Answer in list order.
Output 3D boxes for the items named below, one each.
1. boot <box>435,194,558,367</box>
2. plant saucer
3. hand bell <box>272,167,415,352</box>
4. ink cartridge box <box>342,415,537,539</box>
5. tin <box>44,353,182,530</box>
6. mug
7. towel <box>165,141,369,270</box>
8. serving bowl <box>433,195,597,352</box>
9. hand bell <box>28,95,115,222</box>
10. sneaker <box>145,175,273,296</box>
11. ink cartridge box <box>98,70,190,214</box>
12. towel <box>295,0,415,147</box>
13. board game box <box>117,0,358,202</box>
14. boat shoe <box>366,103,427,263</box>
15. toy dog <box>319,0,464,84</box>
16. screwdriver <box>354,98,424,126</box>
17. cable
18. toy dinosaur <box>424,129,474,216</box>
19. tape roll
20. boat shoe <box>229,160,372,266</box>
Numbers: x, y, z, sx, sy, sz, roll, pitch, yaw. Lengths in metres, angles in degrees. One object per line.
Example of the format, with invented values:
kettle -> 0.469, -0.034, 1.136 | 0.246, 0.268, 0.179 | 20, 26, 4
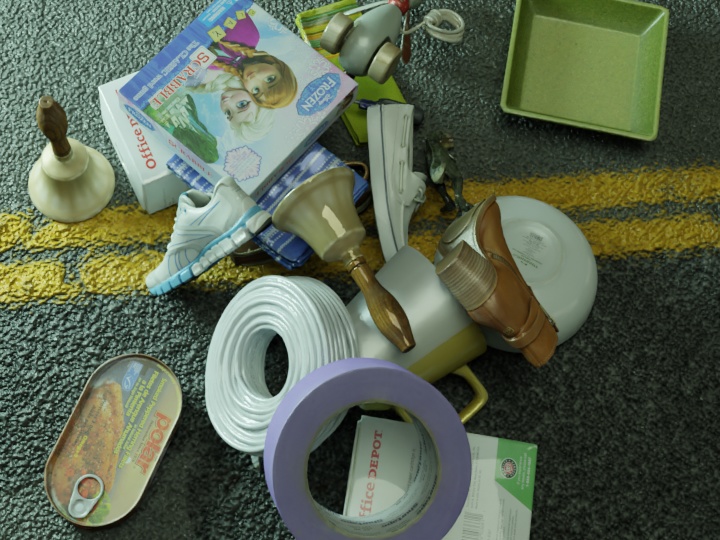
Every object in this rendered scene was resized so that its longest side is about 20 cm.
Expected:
boot -> 0.162, 0.009, 1.426 | 0.155, 0.200, 0.077 | 44, 112, -11
plant saucer -> 0.284, -0.259, 1.654 | 0.198, 0.048, 0.201 | 11, 67, 0
hand bell -> 0.000, 0.000, 1.379 | 0.104, 0.104, 0.201 | -28, 71, -15
ink cartridge box -> 0.081, 0.251, 1.406 | 0.198, 0.088, 0.146 | 10, 67, -2
tin -> -0.269, 0.189, 1.431 | 0.111, 0.042, 0.201 | 21, 68, 9
mug -> 0.048, 0.089, 1.444 | 0.153, 0.150, 0.187 | -37, 68, -9
towel -> -0.106, -0.109, 1.490 | 0.200, 0.024, 0.145 | 38, 70, 7
serving bowl -> 0.189, -0.008, 1.523 | 0.198, 0.066, 0.202 | 4, 61, -7
hand bell -> -0.342, -0.144, 1.473 | 0.103, 0.200, 0.105 | 1, 67, -3
sneaker -> -0.184, -0.043, 1.458 | 0.087, 0.200, 0.075 | 54, 36, -3
ink cartridge box -> -0.196, -0.179, 1.562 | 0.199, 0.086, 0.147 | -23, 73, -15
towel -> -0.007, -0.254, 1.645 | 0.086, 0.018, 0.201 | -21, 71, -12
board game box -> -0.139, -0.201, 1.493 | 0.199, 0.041, 0.200 | 38, 68, 9
boat shoe -> 0.048, -0.101, 1.541 | 0.065, 0.072, 0.202 | -6, 77, 6
toy dog -> 0.023, -0.289, 1.623 | 0.199, 0.096, 0.132 | -27, 70, -38
screwdriver -> -0.018, -0.210, 1.603 | 0.198, 0.029, 0.028 | 11, 64, -3
cable -> -0.090, 0.104, 1.408 | 0.069, 0.200, 0.201 | 11, 49, -47
toy dinosaur -> 0.102, -0.109, 1.538 | 0.047, 0.200, 0.089 | -23, 106, 7
tape roll -> 0.005, 0.191, 1.293 | 0.198, 0.085, 0.202 | -1, 93, -9
boat shoe -> -0.073, -0.077, 1.535 | 0.199, 0.074, 0.076 | -30, 73, -16
